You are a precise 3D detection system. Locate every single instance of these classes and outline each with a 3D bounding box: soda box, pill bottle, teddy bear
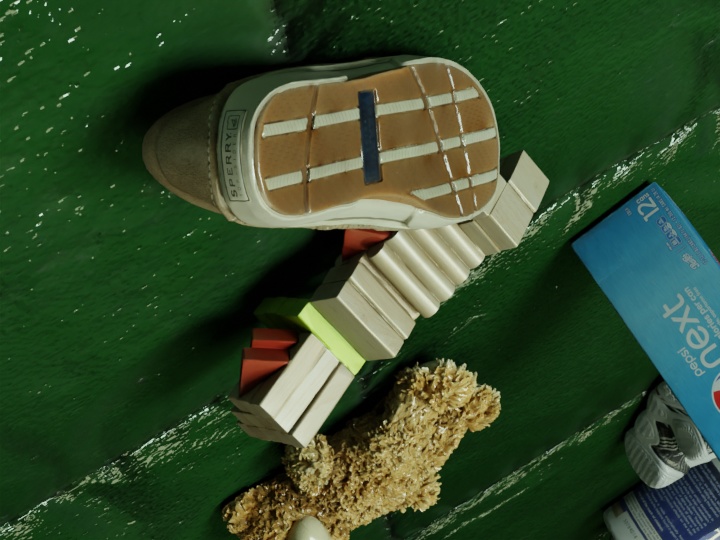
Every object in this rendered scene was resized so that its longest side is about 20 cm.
[{"bbox_3d":[0.215,0.048,0.990,0.068,0.201,0.064,-37,158,12],"label":"soda box"},{"bbox_3d":[0.368,0.249,1.732,0.200,0.111,0.111,-36,158,8],"label":"pill bottle"},{"bbox_3d":[0.007,0.132,1.061,0.199,0.067,0.145,-31,156,-6],"label":"teddy bear"}]

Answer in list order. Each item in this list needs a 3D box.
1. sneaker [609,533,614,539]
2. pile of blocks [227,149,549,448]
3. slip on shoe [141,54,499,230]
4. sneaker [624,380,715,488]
[{"bbox_3d":[0.368,0.287,1.862,0.108,0.070,0.199,-43,164,34],"label":"sneaker"},{"bbox_3d":[0.000,0.000,0.812,0.200,0.082,0.062,-43,115,1],"label":"pile of blocks"},{"bbox_3d":[-0.009,-0.050,0.682,0.060,0.077,0.200,1,-171,34],"label":"slip on shoe"},{"bbox_3d":[0.315,0.125,1.461,0.114,0.075,0.200,-26,162,-19],"label":"sneaker"}]
